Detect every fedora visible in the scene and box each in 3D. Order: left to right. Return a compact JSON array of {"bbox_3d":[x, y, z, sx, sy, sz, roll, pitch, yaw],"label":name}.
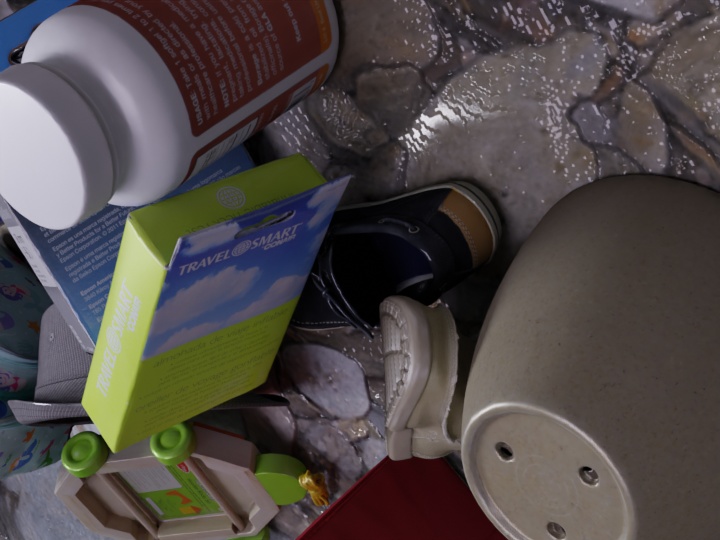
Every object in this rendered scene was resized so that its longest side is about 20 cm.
[{"bbox_3d":[-0.147,0.055,1.092,0.199,0.176,0.091,-11,82,46],"label":"fedora"}]

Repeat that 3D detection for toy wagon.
[{"bbox_3d":[-0.117,0.157,1.162,0.199,0.040,0.155,-10,142,16],"label":"toy wagon"}]

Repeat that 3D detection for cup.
[{"bbox_3d":[0.132,0.072,0.825,0.199,0.143,0.201,24,133,29],"label":"cup"}]

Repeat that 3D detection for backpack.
[{"bbox_3d":[-0.303,0.074,1.195,0.177,0.200,0.151,38,119,17],"label":"backpack"}]

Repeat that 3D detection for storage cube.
[{"bbox_3d":[0.007,0.246,1.045,0.171,0.180,0.200,47,139,5],"label":"storage cube"}]

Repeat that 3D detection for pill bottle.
[{"bbox_3d":[-0.111,-0.106,0.874,0.112,0.200,0.113,24,133,28],"label":"pill bottle"}]

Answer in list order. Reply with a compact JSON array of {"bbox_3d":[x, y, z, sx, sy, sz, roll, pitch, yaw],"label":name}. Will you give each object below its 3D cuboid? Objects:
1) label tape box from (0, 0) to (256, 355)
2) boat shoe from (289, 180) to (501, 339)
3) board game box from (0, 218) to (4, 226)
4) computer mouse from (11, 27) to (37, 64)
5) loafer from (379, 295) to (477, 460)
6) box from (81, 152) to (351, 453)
[{"bbox_3d":[-0.155,-0.070,0.981,0.201,0.144,0.063,60,164,-11],"label":"label tape box"},{"bbox_3d":[0.000,0.000,0.959,0.199,0.062,0.075,-19,107,50],"label":"boat shoe"},{"bbox_3d":[-0.347,-0.125,1.162,0.159,0.097,0.201,14,128,36],"label":"board game box"},{"bbox_3d":[-0.228,-0.068,1.054,0.140,0.046,0.201,-19,83,26],"label":"computer mouse"},{"bbox_3d":[0.046,0.062,0.921,0.200,0.068,0.076,87,180,-74],"label":"loafer"},{"bbox_3d":[-0.087,0.014,0.923,0.048,0.121,0.201,50,142,22],"label":"box"}]
